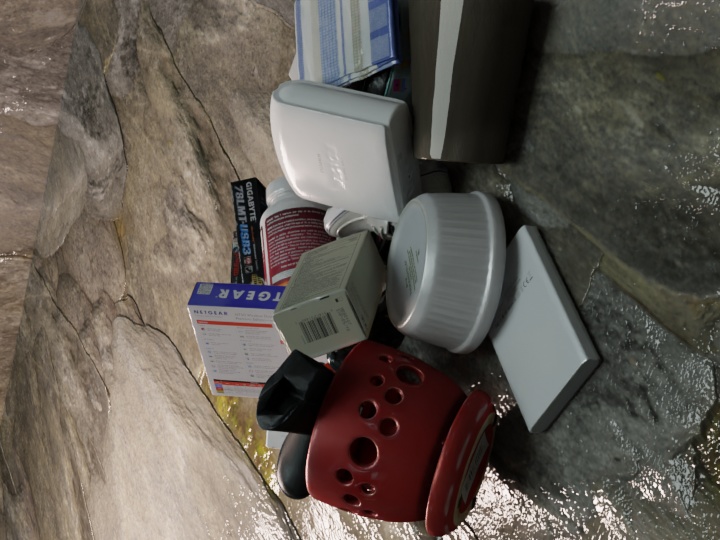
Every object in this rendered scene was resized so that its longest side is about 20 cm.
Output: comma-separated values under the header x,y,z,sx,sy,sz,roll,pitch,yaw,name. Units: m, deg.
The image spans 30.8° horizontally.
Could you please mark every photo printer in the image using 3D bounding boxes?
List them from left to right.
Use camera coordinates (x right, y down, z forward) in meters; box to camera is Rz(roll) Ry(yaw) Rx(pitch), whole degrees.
x,y,z,sx,sy,sz,roll,pitch,yaw,name
-0.025,-0.155,1.662,0.199,0.070,0.167,17,137,29,photo printer

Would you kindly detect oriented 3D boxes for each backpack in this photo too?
x,y,z,sx,sy,sz,roll,pitch,yaw,name
0.037,-0.281,1.728,0.176,0.152,0.202,42,130,49,backpack

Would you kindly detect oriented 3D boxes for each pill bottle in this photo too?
x,y,z,sx,sy,sz,roll,pitch,yaw,name
-0.086,-0.031,1.875,0.113,0.112,0.202,-43,47,51,pill bottle

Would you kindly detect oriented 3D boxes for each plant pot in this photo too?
x,y,z,sx,sy,sz,roll,pitch,yaw,name
0.054,0.202,1.535,0.181,0.200,0.202,17,104,19,plant pot

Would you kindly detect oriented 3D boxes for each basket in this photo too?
x,y,z,sx,sy,sz,roll,pitch,yaw,name
0.125,-0.233,1.587,0.180,0.135,0.202,13,100,52,basket

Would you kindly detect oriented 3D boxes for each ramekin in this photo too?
x,y,z,sx,sy,sz,roll,pitch,yaw,name
0.098,-0.003,1.589,0.202,0.093,0.205,-171,90,-74,ramekin

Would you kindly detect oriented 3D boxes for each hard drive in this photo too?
x,y,z,sx,sy,sz,roll,pitch,yaw,name
0.199,0.066,1.505,0.132,0.026,0.201,-60,37,39,hard drive

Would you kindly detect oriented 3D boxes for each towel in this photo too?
x,y,z,sx,sy,sz,roll,pitch,yaw,name
-0.018,-0.306,1.665,0.199,0.024,0.148,-15,77,50,towel

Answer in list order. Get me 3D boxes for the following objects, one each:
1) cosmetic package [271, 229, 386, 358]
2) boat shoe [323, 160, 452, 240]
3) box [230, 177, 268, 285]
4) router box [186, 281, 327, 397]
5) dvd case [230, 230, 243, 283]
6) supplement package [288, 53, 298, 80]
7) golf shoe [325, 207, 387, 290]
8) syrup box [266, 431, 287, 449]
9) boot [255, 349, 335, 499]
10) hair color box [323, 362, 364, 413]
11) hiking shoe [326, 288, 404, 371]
x,y,z,sx,sy,sz,roll,pitch,yaw,name
-0.035,0.029,1.623,0.200,0.103,0.074,-66,-46,-66,cosmetic package
0.038,-0.076,1.739,0.199,0.071,0.070,-24,69,26,boat shoe
-0.141,-0.018,2.004,0.200,0.049,0.200,51,-152,-71,box
-0.126,0.102,1.820,0.049,0.198,0.181,-73,-19,-46,router box
-0.166,0.057,1.974,0.201,0.022,0.147,-95,-10,-48,dvd case
-0.010,-0.333,1.872,0.114,0.109,0.201,60,136,48,supplement package
0.000,0.000,1.825,0.077,0.087,0.202,-43,50,49,golf shoe
-0.085,0.165,1.930,0.081,0.078,0.202,8,-95,-74,syrup box
-0.074,0.185,1.523,0.200,0.065,0.166,45,-113,-75,boot
-0.016,0.175,1.732,0.200,0.063,0.112,-25,-55,-76,hair color box
0.024,0.078,1.696,0.074,0.200,0.087,46,144,7,hiking shoe
